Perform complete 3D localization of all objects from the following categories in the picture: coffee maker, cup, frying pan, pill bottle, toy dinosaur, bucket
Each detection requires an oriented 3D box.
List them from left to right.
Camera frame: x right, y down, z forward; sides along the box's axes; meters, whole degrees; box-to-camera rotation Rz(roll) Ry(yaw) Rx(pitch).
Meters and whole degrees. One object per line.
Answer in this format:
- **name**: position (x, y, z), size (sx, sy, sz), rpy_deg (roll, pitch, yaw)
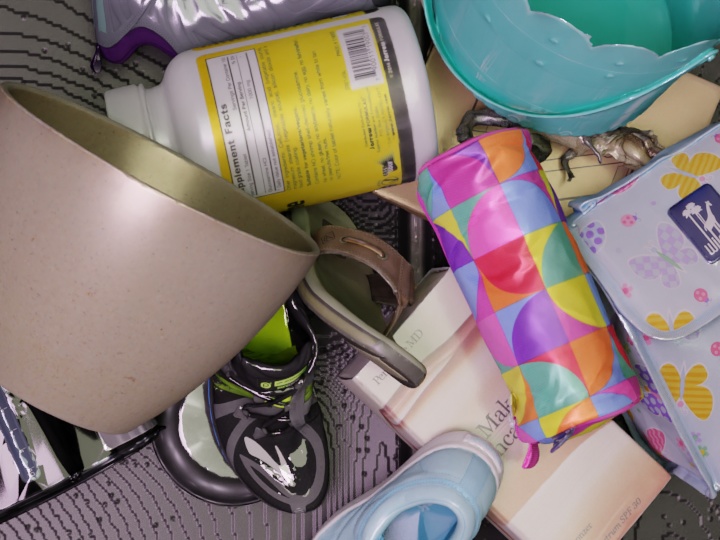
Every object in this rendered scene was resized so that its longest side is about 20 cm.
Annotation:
- **coffee maker**: position (-0.246, 0.056, 1.236), size (0.191, 0.135, 0.202), rpy_deg (-23, 90, 18)
- **cup**: position (-0.141, 0.005, 1.104), size (0.199, 0.200, 0.144), rpy_deg (27, 97, -6)
- **frying pan**: position (-0.097, 0.063, 1.295), size (0.114, 0.031, 0.192), rpy_deg (-23, 94, -9)
- **pill bottle**: position (-0.057, -0.093, 1.250), size (0.198, 0.112, 0.114), rpy_deg (-13, 89, -4)
- **toy dinosaur**: position (0.105, -0.097, 1.298), size (0.199, 0.047, 0.089), rpy_deg (31, 68, -4)
- **bucket**: position (0.142, -0.193, 1.252), size (0.205, 0.135, 0.209), rpy_deg (6, 64, -13)

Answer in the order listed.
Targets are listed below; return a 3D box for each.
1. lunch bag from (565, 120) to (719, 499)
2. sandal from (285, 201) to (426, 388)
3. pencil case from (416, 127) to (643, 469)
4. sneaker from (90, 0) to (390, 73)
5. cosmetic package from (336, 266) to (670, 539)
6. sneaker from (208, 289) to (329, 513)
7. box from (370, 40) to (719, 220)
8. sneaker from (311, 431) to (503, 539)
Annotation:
- **lunch bag**: position (0.232, 0.017, 1.278), size (0.169, 0.127, 0.201), rpy_deg (-29, 102, -13)
- **sandal**: position (-0.001, -0.001, 1.227), size (0.057, 0.202, 0.080), rpy_deg (-43, 123, 13)
- **pencil case**: position (0.101, 0.014, 1.212), size (0.088, 0.088, 0.202), rpy_deg (-20, 84, -8)
- **sneaker**: position (-0.080, -0.166, 1.297), size (0.198, 0.075, 0.089), rpy_deg (4, 109, -5)
- **cosmetic package**: position (0.092, 0.101, 1.288), size (0.200, 0.087, 0.104), rpy_deg (42, 84, -4)
- **sneaker**: position (-0.061, 0.066, 1.231), size (0.070, 0.083, 0.202), rpy_deg (-14, 112, -9)
- **box**: position (0.127, -0.088, 1.334), size (0.198, 0.021, 0.165), rpy_deg (23, 85, -6)
- **sneaker**: position (0.008, 0.182, 1.235), size (0.074, 0.082, 0.200), rpy_deg (38, 119, 1)
